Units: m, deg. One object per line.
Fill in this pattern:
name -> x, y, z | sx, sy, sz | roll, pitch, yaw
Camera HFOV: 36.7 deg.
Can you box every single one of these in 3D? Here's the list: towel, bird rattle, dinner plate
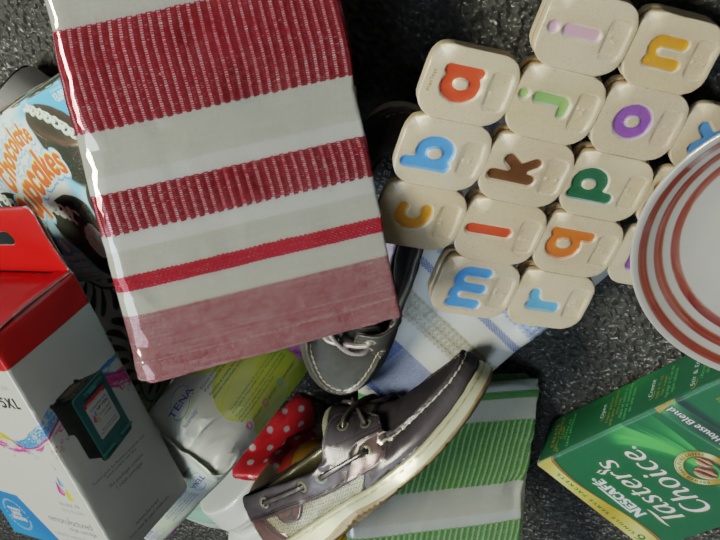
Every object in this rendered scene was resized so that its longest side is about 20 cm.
towel -> -0.066, -0.055, 0.544 | 0.141, 0.023, 0.204 | -13, 105, -6
bird rattle -> -0.032, 0.145, 0.848 | 0.197, 0.163, 0.114 | -12, 110, 27
dinner plate -> 0.247, -0.013, 0.588 | 0.196, 0.024, 0.203 | 7, 132, 8
towel -> 0.054, -0.002, 0.677 | 0.146, 0.024, 0.200 | 40, 116, -14
towel -> 0.055, 0.176, 0.780 | 0.023, 0.150, 0.204 | 25, 113, 62

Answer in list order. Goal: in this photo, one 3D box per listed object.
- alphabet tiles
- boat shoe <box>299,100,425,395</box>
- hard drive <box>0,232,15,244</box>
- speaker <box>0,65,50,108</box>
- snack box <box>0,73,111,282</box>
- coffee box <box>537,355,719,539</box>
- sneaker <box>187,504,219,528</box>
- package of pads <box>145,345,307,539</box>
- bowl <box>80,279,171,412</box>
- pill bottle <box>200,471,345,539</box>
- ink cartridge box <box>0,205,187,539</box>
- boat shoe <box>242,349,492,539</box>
alphabet tiles -> 0.109, -0.052, 0.580 | 0.192, 0.015, 0.202 | 8, 127, -16
boat shoe -> 0.000, 0.000, 0.638 | 0.066, 0.057, 0.203 | 14, 120, -2
hard drive -> -0.242, 0.021, 0.761 | 0.199, 0.033, 0.141 | 36, 147, 33
speaker -> -0.169, -0.055, 0.761 | 0.198, 0.082, 0.081 | 34, 141, -8
snack box -> -0.164, -0.052, 0.635 | 0.199, 0.037, 0.117 | -6, 123, 55
coffee box -> 0.230, 0.124, 0.751 | 0.122, 0.044, 0.199 | 38, 140, -13
sneaker -> -0.212, 0.186, 1.050 | 0.196, 0.075, 0.119 | 8, 145, 8
package of pads -> -0.091, 0.083, 0.768 | 0.068, 0.201, 0.155 | 37, 140, -3
bowl -> -0.198, 0.029, 0.836 | 0.200, 0.094, 0.203 | 40, 150, 28
pill bottle -> -0.050, 0.247, 0.994 | 0.112, 0.114, 0.200 | -22, 121, 43
ink cartridge box -> -0.196, 0.066, 0.636 | 0.115, 0.067, 0.203 | 1, 124, 40
boat shoe -> -0.001, 0.114, 0.695 | 0.065, 0.072, 0.200 | 46, 112, 0
